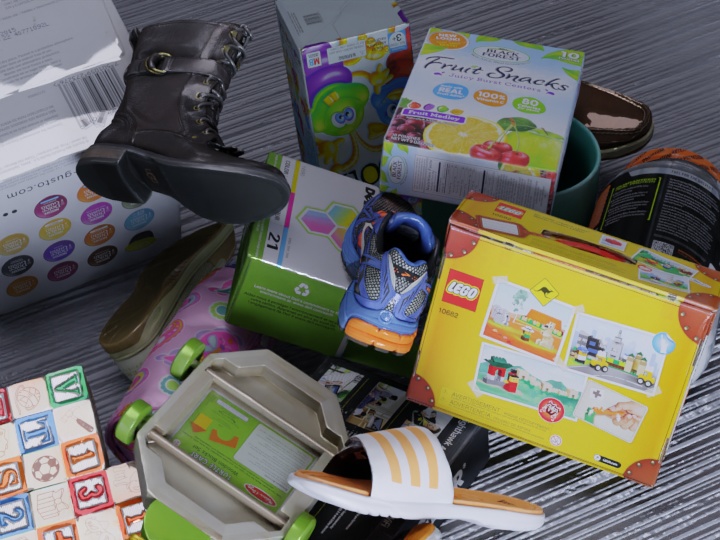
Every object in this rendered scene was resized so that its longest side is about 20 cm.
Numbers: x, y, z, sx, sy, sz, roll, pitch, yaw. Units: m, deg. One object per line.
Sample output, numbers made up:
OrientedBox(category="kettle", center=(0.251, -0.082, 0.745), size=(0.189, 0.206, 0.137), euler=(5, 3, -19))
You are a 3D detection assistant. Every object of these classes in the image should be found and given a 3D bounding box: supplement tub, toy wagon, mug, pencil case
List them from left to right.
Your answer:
OrientedBox(category="pencil case", center=(-0.127, 0.081, 1.235), size=(0.086, 0.088, 0.201), euler=(8, 39, 20))
OrientedBox(category="toy wagon", center=(-0.096, 0.139, 1.073), size=(0.154, 0.040, 0.200), euler=(32, 51, 10))
OrientedBox(category="mug", center=(0.128, -0.070, 1.345), size=(0.150, 0.115, 0.186), euler=(4, 37, 1))
OrientedBox(category="supplement tub", center=(0.238, -0.005, 1.244), size=(0.121, 0.123, 0.201), euler=(7, 41, 18))

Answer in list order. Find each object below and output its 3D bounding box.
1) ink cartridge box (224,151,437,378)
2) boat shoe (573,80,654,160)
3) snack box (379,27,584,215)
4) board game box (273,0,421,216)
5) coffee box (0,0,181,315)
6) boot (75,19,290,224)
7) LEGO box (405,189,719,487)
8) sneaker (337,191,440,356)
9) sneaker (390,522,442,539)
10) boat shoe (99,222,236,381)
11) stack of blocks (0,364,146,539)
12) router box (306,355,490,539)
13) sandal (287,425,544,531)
OrientedBox(category="ink cartridge box", center=(0.000, 0.000, 1.262), size=(0.198, 0.076, 0.149), euler=(17, 37, -8))
OrientedBox(category="boat shoe", center=(0.166, -0.152, 1.394), size=(0.200, 0.075, 0.075), euler=(8, 54, 16))
OrientedBox(category="snack box", center=(0.104, -0.126, 1.277), size=(0.141, 0.053, 0.201), euler=(12, 37, 8))
OrientedBox(category="board game box", center=(-0.005, -0.147, 1.407), size=(0.102, 0.202, 0.105), euler=(-14, 37, -8))
OrientedBox(category="coffee box", center=(-0.289, -0.115, 1.382), size=(0.198, 0.199, 0.201), euler=(-21, 62, -17))
OrientedBox(category="boot", center=(-0.125, -0.133, 1.237), size=(0.198, 0.070, 0.175), euler=(11, 58, 19))
OrientedBox(category="LEGO box", center=(0.148, 0.048, 1.128), size=(0.198, 0.150, 0.077), euler=(19, 25, 11))
OrientedBox(category="sneaker", center=(0.031, -0.013, 1.158), size=(0.075, 0.079, 0.201), euler=(22, 25, -11))
OrientedBox(category="sneaker", center=(0.011, 0.265, 0.989), size=(0.200, 0.092, 0.076), euler=(-48, 6, -16))
OrientedBox(category="boat shoe", center=(-0.157, 0.027, 1.341), size=(0.073, 0.063, 0.201), euler=(-19, 24, 29))
OrientedBox(category="stack of blocks", center=(-0.202, 0.173, 1.096), size=(0.114, 0.059, 0.202), euler=(-15, 61, -8))
OrientedBox(category="router box", center=(-0.015, 0.162, 1.138), size=(0.148, 0.051, 0.200), euler=(19, 46, 28))
OrientedBox(category="sandal", center=(0.042, 0.137, 1.050), size=(0.205, 0.060, 0.079), euler=(12, -1, -33))
